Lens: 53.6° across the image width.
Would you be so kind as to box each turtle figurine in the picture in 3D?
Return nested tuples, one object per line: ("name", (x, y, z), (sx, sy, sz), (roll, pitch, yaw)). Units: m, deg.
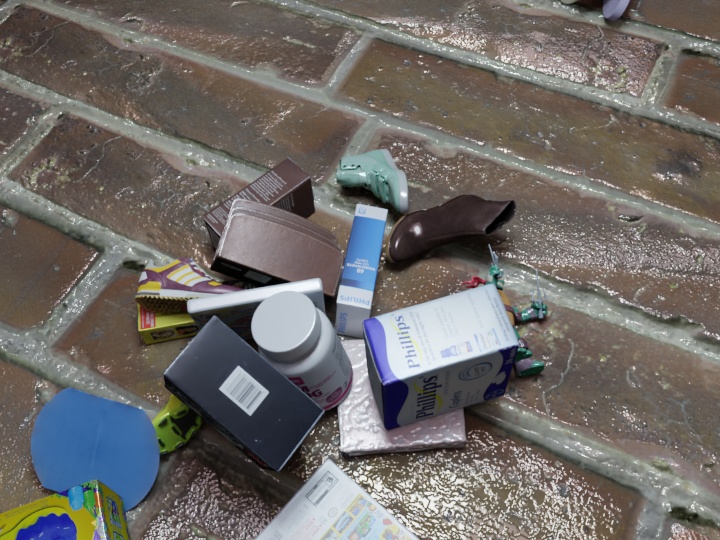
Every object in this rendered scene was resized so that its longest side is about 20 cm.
("turtle figurine", (0.243, 0.065, 1.169), (0.149, 0.100, 0.202), (19, 49, -35))

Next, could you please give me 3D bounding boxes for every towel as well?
("towel", (0.061, 0.192, 1.128), (0.197, 0.032, 0.193), (-4, 57, 0))

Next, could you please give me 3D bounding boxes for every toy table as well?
("toy table", (0.544, -0.664, 1.605), (0.116, 0.185, 0.201), (20, 45, -3))

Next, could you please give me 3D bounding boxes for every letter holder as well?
("letter holder", (-0.129, -0.044, 1.189), (0.198, 0.100, 0.144), (20, 73, -14))

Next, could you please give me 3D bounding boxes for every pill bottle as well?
("pill bottle", (-0.085, 0.121, 1.053), (0.112, 0.201, 0.115), (-7, 56, 11))

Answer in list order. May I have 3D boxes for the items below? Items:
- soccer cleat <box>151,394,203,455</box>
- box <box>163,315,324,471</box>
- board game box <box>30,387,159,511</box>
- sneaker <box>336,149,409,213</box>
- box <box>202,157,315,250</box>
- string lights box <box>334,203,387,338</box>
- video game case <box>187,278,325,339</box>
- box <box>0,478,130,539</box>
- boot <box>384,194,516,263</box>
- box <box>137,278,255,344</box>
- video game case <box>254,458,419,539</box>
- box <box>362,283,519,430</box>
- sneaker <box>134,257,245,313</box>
("soccer cleat", (-0.273, 0.206, 1.126), (0.201, 0.065, 0.083), (-51, 29, -18))
("box", (-0.171, 0.181, 1.012), (0.200, 0.182, 0.104), (41, 71, -2))
("board game box", (-0.388, 0.261, 1.066), (0.197, 0.039, 0.160), (15, 96, 3))
("sneaker", (0.019, -0.156, 1.320), (0.117, 0.075, 0.201), (-11, 34, -10))
("box", (-0.180, -0.104, 1.296), (0.199, 0.101, 0.075), (-36, 62, -21))
("string lights box", (0.000, 0.000, 1.214), (0.058, 0.103, 0.202), (10, 57, 1))
("video game case", (-0.154, 0.069, 1.121), (0.197, 0.182, 0.023), (-9, 69, -4))
("box", (-0.408, 0.413, 0.938), (0.198, 0.122, 0.194), (-19, 63, -10))
("boot", (0.153, -0.074, 1.236), (0.199, 0.073, 0.166), (-37, 25, -28))
("box", (-0.274, 0.066, 1.215), (0.197, 0.050, 0.076), (-10, 57, -4))
("video game case", (-0.046, 0.398, 1.001), (0.181, 0.023, 0.200), (35, 63, 23))
("box", (0.112, 0.130, 1.037), (0.197, 0.185, 0.106), (-15, 58, -5))
("sneaker", (-0.267, 0.020, 1.171), (0.197, 0.075, 0.091), (4, 61, 4))
